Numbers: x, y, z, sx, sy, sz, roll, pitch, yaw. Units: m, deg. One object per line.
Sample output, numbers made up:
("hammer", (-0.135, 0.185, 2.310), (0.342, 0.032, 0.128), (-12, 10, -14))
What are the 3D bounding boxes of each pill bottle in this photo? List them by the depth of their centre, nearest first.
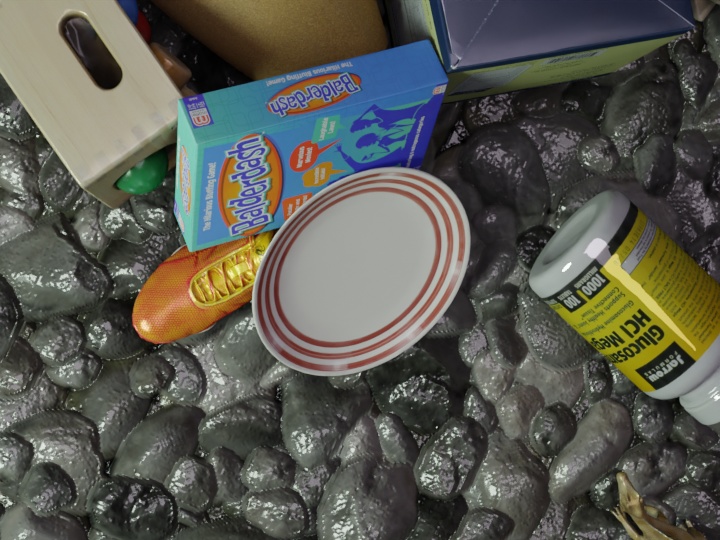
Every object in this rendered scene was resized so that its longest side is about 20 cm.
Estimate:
("pill bottle", (0.250, 0.036, 1.148), (0.200, 0.112, 0.113), (41, 83, -6))

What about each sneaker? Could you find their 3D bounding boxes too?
("sneaker", (-0.102, -0.007, 1.110), (0.199, 0.077, 0.073), (-32, 93, -8))

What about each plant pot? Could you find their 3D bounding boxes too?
("plant pot", (-0.071, -0.236, 1.083), (0.186, 0.186, 0.200), (-43, 109, -7))

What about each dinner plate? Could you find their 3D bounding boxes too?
("dinner plate", (0.000, 0.000, 1.108), (0.199, 0.024, 0.202), (-16, 127, -22))

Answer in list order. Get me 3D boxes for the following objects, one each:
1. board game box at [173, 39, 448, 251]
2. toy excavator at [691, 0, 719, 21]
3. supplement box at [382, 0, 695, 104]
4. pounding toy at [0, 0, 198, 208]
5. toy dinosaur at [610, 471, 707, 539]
("board game box", (-0.042, -0.094, 1.031), (0.198, 0.152, 0.045), (-16, 65, -17))
("toy excavator", (0.387, -0.193, 1.173), (0.100, 0.194, 0.200), (-51, 124, -6))
("supplement box", (0.132, -0.224, 1.089), (0.198, 0.200, 0.136), (-11, 89, -9))
("pounding toy", (-0.180, -0.140, 1.060), (0.142, 0.184, 0.201), (-36, 89, -3))
("toy dinosaur", (0.283, 0.244, 1.155), (0.199, 0.101, 0.058), (33, 84, -7))
